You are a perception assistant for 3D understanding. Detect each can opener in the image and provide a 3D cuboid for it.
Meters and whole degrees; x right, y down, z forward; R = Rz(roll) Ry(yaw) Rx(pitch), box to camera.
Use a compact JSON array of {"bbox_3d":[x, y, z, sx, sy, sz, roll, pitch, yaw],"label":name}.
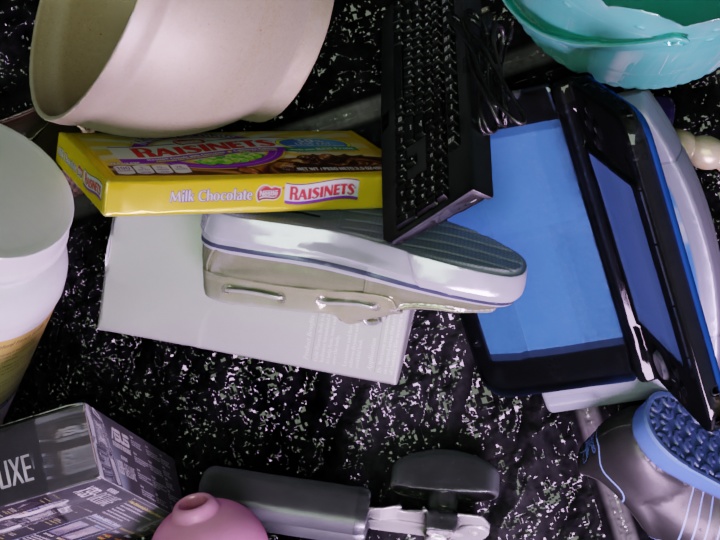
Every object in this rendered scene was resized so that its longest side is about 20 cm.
[{"bbox_3d":[-0.008,0.152,1.202,0.198,0.053,0.067,4,65,1],"label":"can opener"}]

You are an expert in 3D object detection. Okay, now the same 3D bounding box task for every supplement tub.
[{"bbox_3d":[-0.263,0.017,1.106,0.144,0.145,0.201,30,127,-2],"label":"supplement tub"}]

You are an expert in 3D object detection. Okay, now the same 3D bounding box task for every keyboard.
[{"bbox_3d":[0.044,-0.116,1.073,0.104,0.201,0.040,-28,134,29],"label":"keyboard"}]

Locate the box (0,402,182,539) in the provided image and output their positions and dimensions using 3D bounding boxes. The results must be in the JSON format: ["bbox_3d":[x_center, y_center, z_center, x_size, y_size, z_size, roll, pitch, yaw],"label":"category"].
[{"bbox_3d":[-0.210,0.144,1.129,0.156,0.200,0.050,-17,72,6],"label":"box"}]

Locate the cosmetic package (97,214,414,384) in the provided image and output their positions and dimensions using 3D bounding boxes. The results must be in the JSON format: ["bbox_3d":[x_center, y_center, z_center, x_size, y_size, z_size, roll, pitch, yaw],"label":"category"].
[{"bbox_3d":[-0.061,-0.001,1.156,0.198,0.090,0.108,13,99,4],"label":"cosmetic package"}]

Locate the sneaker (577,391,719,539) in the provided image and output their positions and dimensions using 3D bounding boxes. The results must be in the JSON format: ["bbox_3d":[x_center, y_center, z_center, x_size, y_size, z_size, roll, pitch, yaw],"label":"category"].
[{"bbox_3d":[0.231,0.155,1.182,0.200,0.070,0.078,40,135,-16],"label":"sneaker"}]

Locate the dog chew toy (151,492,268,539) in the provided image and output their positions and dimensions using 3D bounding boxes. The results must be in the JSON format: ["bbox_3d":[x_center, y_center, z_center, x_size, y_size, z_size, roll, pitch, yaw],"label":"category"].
[{"bbox_3d":[-0.081,0.237,1.166,0.123,0.125,0.202,-13,109,5],"label":"dog chew toy"}]

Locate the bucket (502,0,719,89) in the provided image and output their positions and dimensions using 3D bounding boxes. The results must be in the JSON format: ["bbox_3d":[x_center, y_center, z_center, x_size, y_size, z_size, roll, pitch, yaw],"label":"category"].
[{"bbox_3d":[0.171,-0.212,1.051,0.205,0.135,0.209,1,73,-2],"label":"bucket"}]

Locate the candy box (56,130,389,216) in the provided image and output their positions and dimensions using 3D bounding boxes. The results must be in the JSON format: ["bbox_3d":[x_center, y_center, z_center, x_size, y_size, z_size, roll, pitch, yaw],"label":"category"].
[{"bbox_3d":[-0.075,-0.061,1.096,0.198,0.102,0.027,-3,109,-26],"label":"candy box"}]

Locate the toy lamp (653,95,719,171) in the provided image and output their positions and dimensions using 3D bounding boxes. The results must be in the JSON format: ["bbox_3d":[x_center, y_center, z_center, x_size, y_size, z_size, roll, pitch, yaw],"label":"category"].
[{"bbox_3d":[0.241,-0.071,1.143,0.198,0.058,0.059,11,100,-1],"label":"toy lamp"}]

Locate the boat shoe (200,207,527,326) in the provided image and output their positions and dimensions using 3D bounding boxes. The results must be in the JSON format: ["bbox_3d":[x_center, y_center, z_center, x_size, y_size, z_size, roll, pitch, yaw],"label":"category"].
[{"bbox_3d":[0.000,0.000,1.086,0.198,0.072,0.063,11,112,8],"label":"boat shoe"}]

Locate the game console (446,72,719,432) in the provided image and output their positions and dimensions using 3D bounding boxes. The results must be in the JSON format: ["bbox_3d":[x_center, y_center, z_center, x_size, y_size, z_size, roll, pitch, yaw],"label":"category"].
[{"bbox_3d":[0.118,-0.001,1.070,0.117,0.171,0.202,-21,108,-3],"label":"game console"}]

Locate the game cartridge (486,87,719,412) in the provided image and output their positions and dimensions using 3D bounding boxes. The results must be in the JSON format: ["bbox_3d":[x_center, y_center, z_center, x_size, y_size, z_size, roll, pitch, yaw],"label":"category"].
[{"bbox_3d":[0.157,-0.009,1.136,0.132,0.041,0.202,-12,110,19],"label":"game cartridge"}]

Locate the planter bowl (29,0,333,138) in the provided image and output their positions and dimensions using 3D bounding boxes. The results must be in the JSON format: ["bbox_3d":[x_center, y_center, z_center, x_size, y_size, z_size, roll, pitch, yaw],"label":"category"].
[{"bbox_3d":[-0.098,-0.166,1.088,0.134,0.200,0.202,17,101,-27],"label":"planter bowl"}]

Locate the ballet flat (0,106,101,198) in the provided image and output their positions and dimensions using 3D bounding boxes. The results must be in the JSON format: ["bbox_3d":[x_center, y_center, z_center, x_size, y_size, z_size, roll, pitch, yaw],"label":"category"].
[{"bbox_3d":[-0.230,-0.073,1.161,0.198,0.046,0.068,-16,63,8],"label":"ballet flat"}]
